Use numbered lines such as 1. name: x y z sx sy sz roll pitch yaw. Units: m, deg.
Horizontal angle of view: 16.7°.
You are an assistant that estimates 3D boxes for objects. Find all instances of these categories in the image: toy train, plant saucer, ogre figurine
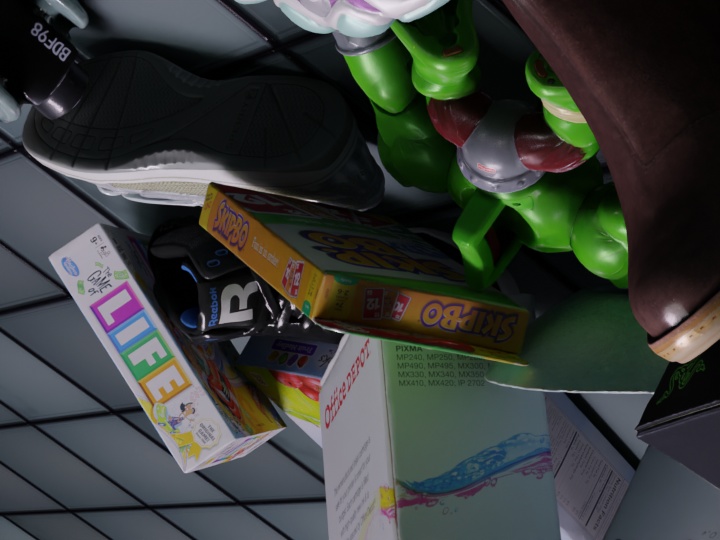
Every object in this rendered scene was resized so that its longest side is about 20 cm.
1. toy train: -0.220 -0.148 1.205 0.200 0.085 0.114 41 168 -31
2. plant saucer: 0.152 0.025 1.061 0.200 0.039 0.201 -3 -176 0
3. ogre figurine: 0.064 -0.058 1.008 0.199 0.098 0.120 10 144 12

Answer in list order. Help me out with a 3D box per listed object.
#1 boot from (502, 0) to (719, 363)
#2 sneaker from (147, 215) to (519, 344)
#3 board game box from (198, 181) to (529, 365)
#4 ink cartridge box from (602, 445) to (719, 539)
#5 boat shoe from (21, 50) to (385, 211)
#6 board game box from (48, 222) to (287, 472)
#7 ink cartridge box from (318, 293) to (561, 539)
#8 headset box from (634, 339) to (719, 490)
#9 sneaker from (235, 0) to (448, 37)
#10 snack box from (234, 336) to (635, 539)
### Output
1. boot: 0.076 -0.074 0.836 0.166 0.200 0.072 37 128 -14
2. sneaker: -0.025 0.017 1.250 0.199 0.112 0.073 14 111 37
3. board game box: 0.000 0.000 1.085 0.095 0.030 0.200 10 -167 -21
4. ink cartridge box: 0.202 0.181 1.223 0.144 0.201 0.147 14 154 35
5. boat shoe: -0.082 -0.062 1.224 0.201 0.075 0.065 4 150 32
6. board game box: -0.103 0.043 1.359 0.135 0.034 0.200 57 -176 4
7. ink cartridge box: 0.038 0.126 1.170 0.082 0.201 0.146 0 158 -12
8. headset box: 0.197 -0.006 0.811 0.093 0.201 0.174 33 159 -12
9. sneaker: -0.050 -0.163 0.944 0.199 0.078 0.140 10 152 40
10. snack box: 0.052 0.093 1.403 0.168 0.068 0.200 8 151 47
